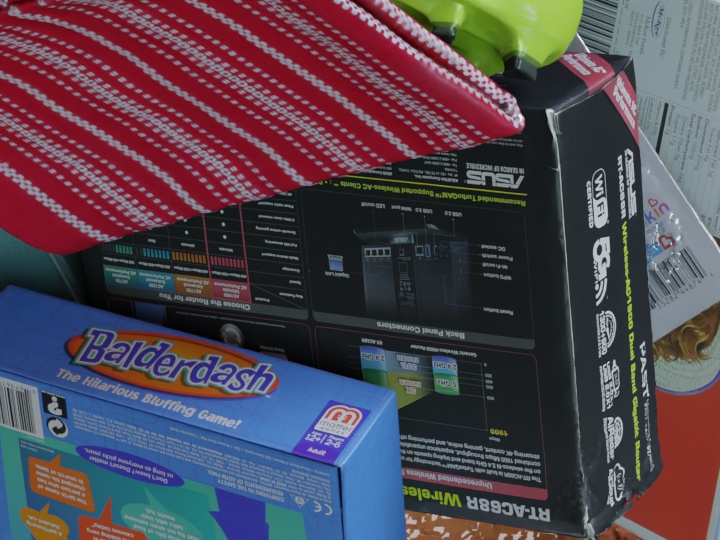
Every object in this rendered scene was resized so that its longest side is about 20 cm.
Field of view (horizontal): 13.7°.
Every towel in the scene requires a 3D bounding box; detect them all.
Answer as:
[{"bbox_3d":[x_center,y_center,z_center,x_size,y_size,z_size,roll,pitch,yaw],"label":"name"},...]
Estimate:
[{"bbox_3d":[-0.069,-0.054,0.925,0.144,0.200,0.023,33,56,-42],"label":"towel"}]

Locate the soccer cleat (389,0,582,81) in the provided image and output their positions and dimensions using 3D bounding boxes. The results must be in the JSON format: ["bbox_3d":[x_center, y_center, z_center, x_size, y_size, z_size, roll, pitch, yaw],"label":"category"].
[{"bbox_3d":[-0.010,-0.123,0.887,0.200,0.067,0.081,27,67,-35],"label":"soccer cleat"}]

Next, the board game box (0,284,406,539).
[{"bbox_3d":[-0.057,0.111,1.043,0.152,0.045,0.201,15,131,22],"label":"board game box"}]

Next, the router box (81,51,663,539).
[{"bbox_3d":[0.000,0.000,1.015,0.199,0.062,0.150,7,114,30],"label":"router box"}]

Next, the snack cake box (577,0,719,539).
[{"bbox_3d":[0.123,-0.007,1.074,0.067,0.115,0.201,-10,116,-43],"label":"snack cake box"}]

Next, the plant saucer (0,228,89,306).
[{"bbox_3d":[-0.113,0.045,1.093,0.070,0.019,0.200,-28,116,-3],"label":"plant saucer"}]

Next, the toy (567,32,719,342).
[{"bbox_3d":[0.037,-0.052,1.052,0.115,0.047,0.200,-33,87,21],"label":"toy"}]
